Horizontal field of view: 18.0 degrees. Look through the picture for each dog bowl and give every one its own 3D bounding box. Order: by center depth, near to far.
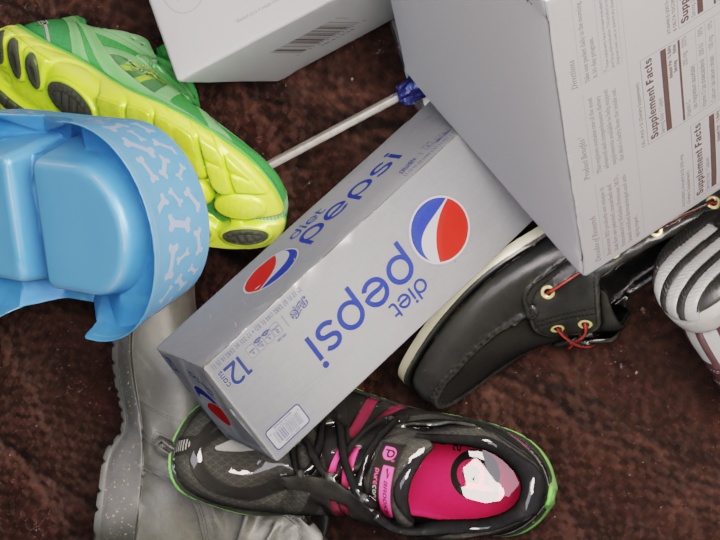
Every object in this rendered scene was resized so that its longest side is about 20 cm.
[{"bbox_3d":[-0.153,-0.030,1.158,0.199,0.049,0.112,9,111,44],"label":"dog bowl"}]

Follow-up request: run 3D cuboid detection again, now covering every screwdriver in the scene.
[{"bbox_3d":[0.007,-0.080,1.173,0.200,0.028,0.029,-31,54,16],"label":"screwdriver"}]

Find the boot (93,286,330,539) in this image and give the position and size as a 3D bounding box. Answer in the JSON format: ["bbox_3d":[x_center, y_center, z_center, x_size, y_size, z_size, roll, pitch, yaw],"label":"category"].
[{"bbox_3d":[-0.066,0.070,1.208,0.130,0.068,0.201,6,92,5],"label":"boot"}]

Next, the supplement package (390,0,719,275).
[{"bbox_3d":[0.090,-0.128,1.000,0.111,0.200,0.156,-32,57,-11],"label":"supplement package"}]

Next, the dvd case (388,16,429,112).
[{"bbox_3d":[0.071,-0.185,1.176,0.145,0.022,0.201,-20,83,17],"label":"dvd case"}]

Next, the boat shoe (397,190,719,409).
[{"bbox_3d":[0.107,0.007,1.138,0.201,0.074,0.063,-38,71,9],"label":"boat shoe"}]

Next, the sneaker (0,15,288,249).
[{"bbox_3d":[-0.108,-0.084,1.193,0.200,0.083,0.074,35,137,25],"label":"sneaker"}]

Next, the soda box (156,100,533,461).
[{"bbox_3d":[0.000,0.000,1.112,0.200,0.068,0.064,-43,112,-15],"label":"soda box"}]

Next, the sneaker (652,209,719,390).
[{"bbox_3d":[0.236,-0.009,1.107,0.200,0.076,0.116,-35,123,-11],"label":"sneaker"}]

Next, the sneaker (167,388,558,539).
[{"bbox_3d":[0.003,0.094,1.141,0.199,0.084,0.077,4,86,-3],"label":"sneaker"}]

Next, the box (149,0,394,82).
[{"bbox_3d":[-0.054,-0.212,1.161,0.124,0.097,0.201,-23,83,31],"label":"box"}]
